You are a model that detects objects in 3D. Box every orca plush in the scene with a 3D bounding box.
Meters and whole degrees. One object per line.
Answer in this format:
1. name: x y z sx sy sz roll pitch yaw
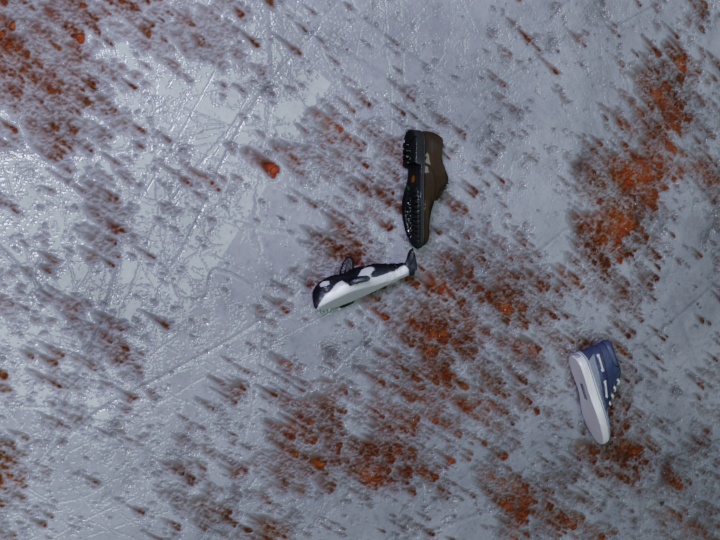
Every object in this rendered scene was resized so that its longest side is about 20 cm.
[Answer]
1. orca plush: 0.000 0.000 1.389 0.197 0.105 0.072 -25 74 -6

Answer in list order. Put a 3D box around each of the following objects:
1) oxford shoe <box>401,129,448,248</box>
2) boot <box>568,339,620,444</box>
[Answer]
1. oxford shoe: 0.119 -0.139 1.415 0.083 0.072 0.205 0 99 -25
2. boot: 0.491 0.245 1.638 0.089 0.073 0.204 -22 106 -12
